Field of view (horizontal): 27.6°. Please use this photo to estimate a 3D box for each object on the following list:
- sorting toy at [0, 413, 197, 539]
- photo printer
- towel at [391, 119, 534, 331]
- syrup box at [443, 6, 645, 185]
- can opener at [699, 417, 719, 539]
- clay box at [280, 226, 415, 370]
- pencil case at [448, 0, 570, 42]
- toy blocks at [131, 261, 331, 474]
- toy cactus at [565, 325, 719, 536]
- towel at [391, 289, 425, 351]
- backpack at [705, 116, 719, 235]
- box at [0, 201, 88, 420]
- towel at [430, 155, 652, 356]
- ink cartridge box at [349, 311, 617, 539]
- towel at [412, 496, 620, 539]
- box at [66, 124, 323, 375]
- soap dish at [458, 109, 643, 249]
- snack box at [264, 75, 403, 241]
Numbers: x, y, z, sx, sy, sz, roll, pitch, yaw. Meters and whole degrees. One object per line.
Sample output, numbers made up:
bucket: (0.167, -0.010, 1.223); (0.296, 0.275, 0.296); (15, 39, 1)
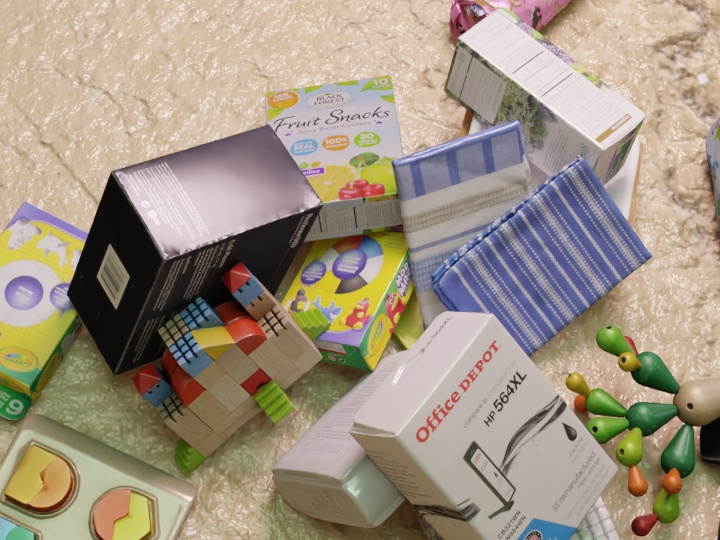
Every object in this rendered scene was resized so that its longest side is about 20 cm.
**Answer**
sorting toy: (-0.272, 0.247, 1.359); (0.183, 0.037, 0.201); (23, 62, 5)
photo printer: (0.026, 0.149, 1.382); (0.200, 0.166, 0.070); (-44, 107, -25)
towel: (0.112, -0.040, 1.469); (0.145, 0.202, 0.024); (-20, 27, -13)
syrup box: (0.188, -0.174, 1.518); (0.200, 0.079, 0.081); (40, 55, 19)
can opener: (0.380, 0.217, 1.458); (0.063, 0.078, 0.202); (29, 58, -36)
clay box: (0.000, 0.000, 1.491); (0.114, 0.048, 0.201); (8, 57, 32)
pencil case: (0.191, -0.325, 1.695); (0.200, 0.087, 0.082); (-41, 43, -24)
toy blocks: (-0.132, 0.083, 1.376); (0.199, 0.137, 0.100); (-40, 50, 0)
toy cactus: (0.298, 0.147, 1.452); (0.163, 0.102, 0.202); (-15, 73, -12)
towel: (0.109, 0.016, 1.544); (0.199, 0.018, 0.086); (-33, 66, -21)
backpack: (0.476, -0.118, 1.587); (0.180, 0.147, 0.202); (0, 60, -10)
box: (-0.336, 0.040, 1.454); (0.116, 0.049, 0.201); (25, 64, 6)
towel: (0.182, -0.001, 1.472); (0.199, 0.024, 0.145); (-39, 114, 2)
ink cartridge box: (0.109, 0.156, 1.284); (0.200, 0.084, 0.146); (49, 68, -20)
towel: (0.147, 0.247, 1.389); (0.164, 0.086, 0.202); (-19, 63, -9)
box: (-0.161, -0.019, 1.397); (0.181, 0.201, 0.105); (-20, 66, -36)
soap dish: (0.194, -0.097, 1.564); (0.197, 0.082, 0.159); (16, 51, 2)
snack box: (-0.026, -0.118, 1.524); (0.140, 0.053, 0.201); (-6, 42, 1)
